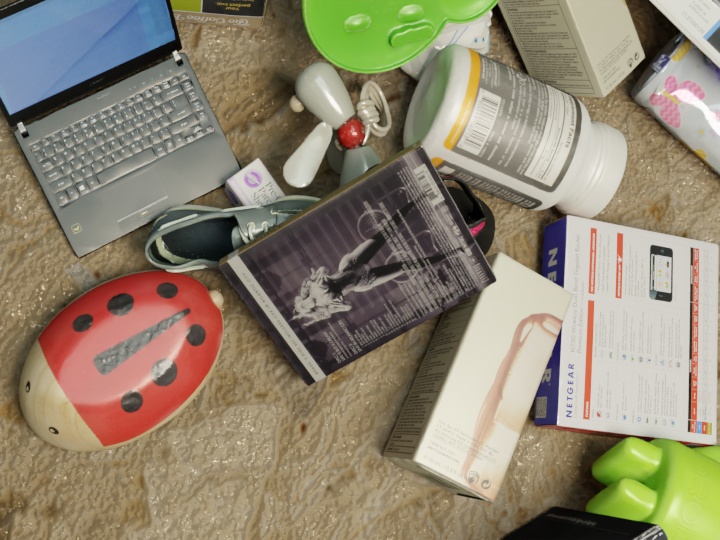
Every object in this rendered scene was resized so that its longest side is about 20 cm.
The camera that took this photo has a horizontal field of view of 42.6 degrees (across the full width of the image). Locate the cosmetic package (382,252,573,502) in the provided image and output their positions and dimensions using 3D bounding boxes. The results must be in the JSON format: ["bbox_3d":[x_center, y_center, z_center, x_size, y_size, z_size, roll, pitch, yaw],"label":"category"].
[{"bbox_3d":[0.107,0.098,0.850,0.086,0.103,0.203,27,76,-8],"label":"cosmetic package"}]

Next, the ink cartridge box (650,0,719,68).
[{"bbox_3d":[0.344,-0.273,0.934,0.198,0.043,0.200,45,31,3],"label":"ink cartridge box"}]

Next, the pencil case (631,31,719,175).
[{"bbox_3d":[0.379,-0.157,0.966,0.199,0.083,0.091,42,102,-3],"label":"pencil case"}]

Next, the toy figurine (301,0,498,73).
[{"bbox_3d":[0.016,-0.306,0.877,0.196,0.152,0.186,-14,45,-11],"label":"toy figurine"}]

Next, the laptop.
[{"bbox_3d":[-0.215,-0.142,0.808,0.175,0.103,0.203,-28,97,-14],"label":"laptop"}]

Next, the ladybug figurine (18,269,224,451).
[{"bbox_3d":[-0.204,0.073,0.803,0.199,0.072,0.137,-37,88,-16],"label":"ladybug figurine"}]

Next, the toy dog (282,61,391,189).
[{"bbox_3d":[-0.017,-0.081,0.864,0.095,0.131,0.204,-24,76,27],"label":"toy dog"}]

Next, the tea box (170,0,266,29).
[{"bbox_3d":[-0.174,-0.329,0.817,0.195,0.197,0.137,2,71,-12],"label":"tea box"}]

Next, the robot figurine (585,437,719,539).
[{"bbox_3d":[0.306,0.229,0.836,0.197,0.116,0.177,26,49,-4],"label":"robot figurine"}]

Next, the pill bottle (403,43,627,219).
[{"bbox_3d":[0.149,-0.127,0.890,0.197,0.116,0.119,20,76,-18],"label":"pill bottle"}]

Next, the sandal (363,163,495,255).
[{"bbox_3d":[0.078,-0.055,0.848,0.198,0.045,0.077,13,60,-51],"label":"sandal"}]

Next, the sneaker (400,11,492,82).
[{"bbox_3d":[0.109,-0.265,0.943,0.086,0.075,0.201,41,82,-8],"label":"sneaker"}]

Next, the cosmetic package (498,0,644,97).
[{"bbox_3d":[0.188,-0.273,0.894,0.071,0.105,0.202,-41,122,-18],"label":"cosmetic package"}]

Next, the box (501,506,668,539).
[{"bbox_3d":[0.152,0.303,0.769,0.194,0.200,0.126,-28,87,-15],"label":"box"}]

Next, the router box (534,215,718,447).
[{"bbox_3d":[0.264,0.061,0.910,0.176,0.049,0.205,10,78,-16],"label":"router box"}]

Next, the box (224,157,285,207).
[{"bbox_3d":[-0.055,-0.010,0.868,0.041,0.039,0.202,-35,88,-16],"label":"box"}]

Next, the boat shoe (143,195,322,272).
[{"bbox_3d":[-0.097,-0.023,0.812,0.195,0.062,0.074,2,110,13],"label":"boat shoe"}]

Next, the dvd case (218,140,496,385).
[{"bbox_3d":[0.000,0.000,0.793,0.198,0.016,0.150,-30,119,9],"label":"dvd case"}]
